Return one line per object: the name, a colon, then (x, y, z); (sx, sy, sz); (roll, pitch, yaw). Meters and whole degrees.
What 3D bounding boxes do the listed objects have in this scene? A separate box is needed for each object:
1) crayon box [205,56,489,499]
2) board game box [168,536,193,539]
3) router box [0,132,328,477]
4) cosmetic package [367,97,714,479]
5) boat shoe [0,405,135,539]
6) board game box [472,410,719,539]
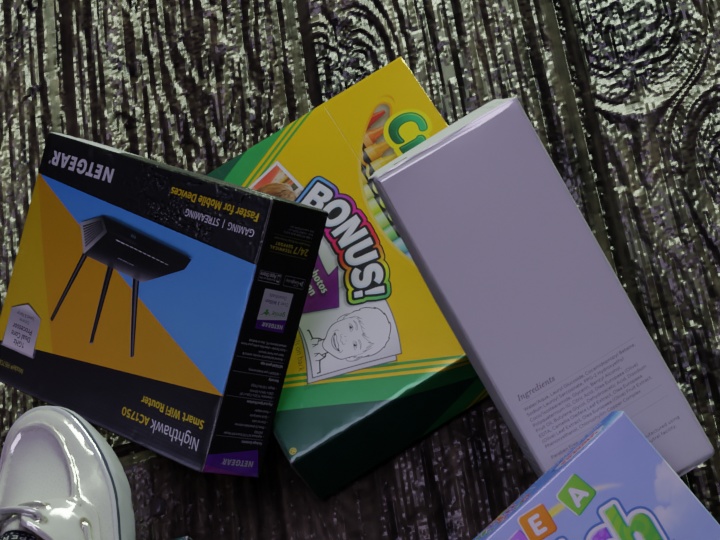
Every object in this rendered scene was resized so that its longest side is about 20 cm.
crayon box: (0.000, 0.000, 1.126); (0.172, 0.058, 0.201); (-32, 56, 0)
board game box: (-0.139, 0.238, 0.963); (0.134, 0.028, 0.202); (-15, 55, 24)
router box: (-0.117, 0.015, 1.106); (0.199, 0.051, 0.151); (17, 93, 43)
cosmetic package: (0.087, 0.019, 0.996); (0.084, 0.108, 0.201); (-29, 96, 1)
boat shoe: (-0.155, 0.143, 0.967); (0.070, 0.070, 0.201); (-26, 51, 17)
board game box: (0.130, 0.191, 0.923); (0.151, 0.037, 0.200); (-41, 88, -6)
